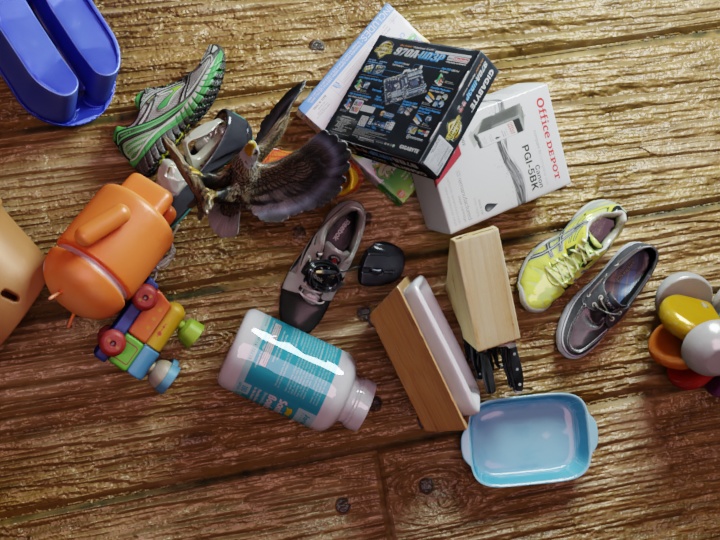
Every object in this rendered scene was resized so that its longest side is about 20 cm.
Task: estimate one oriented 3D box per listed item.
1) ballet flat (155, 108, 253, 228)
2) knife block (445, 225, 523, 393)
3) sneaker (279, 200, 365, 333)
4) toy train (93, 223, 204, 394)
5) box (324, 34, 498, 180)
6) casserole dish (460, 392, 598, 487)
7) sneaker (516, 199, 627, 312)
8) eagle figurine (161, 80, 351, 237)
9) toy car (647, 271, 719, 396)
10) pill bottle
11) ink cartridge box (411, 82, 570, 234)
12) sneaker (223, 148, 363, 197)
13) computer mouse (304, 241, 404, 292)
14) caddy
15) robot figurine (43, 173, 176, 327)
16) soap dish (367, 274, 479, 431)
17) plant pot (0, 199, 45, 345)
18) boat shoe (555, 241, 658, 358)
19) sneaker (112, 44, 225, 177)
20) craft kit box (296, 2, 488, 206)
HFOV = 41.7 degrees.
[{"bbox_3d":[-0.228,-0.139,1.262,0.073,0.073,0.200,43,80,-4],"label":"ballet flat"},{"bbox_3d":[0.173,0.065,1.260,0.063,0.201,0.177,-16,60,-8],"label":"knife block"},{"bbox_3d":[-0.052,-0.006,1.274,0.073,0.088,0.202,25,86,-7],"label":"sneaker"},{"bbox_3d":[-0.253,0.055,1.251,0.115,0.085,0.201,37,81,-16],"label":"toy train"},{"bbox_3d":[0.059,-0.213,1.208,0.046,0.199,0.160,35,82,-42],"label":"box"},{"bbox_3d":[0.233,0.235,1.323,0.196,0.039,0.123,-4,88,-7],"label":"casserole dish"},{"bbox_3d":[0.294,-0.025,1.325,0.075,0.076,0.201,41,84,-5],"label":"sneaker"},{"bbox_3d":[-0.126,-0.135,1.201,0.198,0.150,0.154,-25,107,-20],"label":"eagle figurine"},{"bbox_3d":[0.498,0.106,1.319,0.197,0.176,0.152,8,121,-7],"label":"toy car"},{"bbox_3d":[-0.081,0.140,1.249,0.198,0.111,0.112,25,84,-5],"label":"pill bottle"},{"bbox_3d":[0.171,-0.155,1.283,0.198,0.083,0.149,-23,105,-16],"label":"ink cartridge box"},{"bbox_3d":[-0.095,-0.132,1.270,0.196,0.077,0.074,-3,92,8],"label":"sneaker"},{"bbox_3d":[0.000,0.000,1.246,0.034,0.199,0.059,29,115,32],"label":"computer mouse"},{"bbox_3d":[-0.403,-0.288,1.234,0.141,0.105,0.202,-34,92,-32],"label":"caddy"},{"bbox_3d":[-0.312,-0.025,1.171,0.117,0.143,0.201,45,64,-26],"label":"robot figurine"},{"bbox_3d":[0.086,0.110,1.258,0.080,0.157,0.202,-26,91,9],"label":"soap dish"},{"bbox_3d":[-0.480,0.011,1.173,0.140,0.200,0.201,39,83,-20],"label":"plant pot"},{"bbox_3d":[0.353,0.041,1.334,0.070,0.066,0.200,44,83,-3],"label":"boat shoe"},{"bbox_3d":[-0.253,-0.227,1.261,0.085,0.078,0.201,40,84,-3],"label":"sneaker"},{"bbox_3d":[0.046,-0.230,1.319,0.197,0.049,0.201,41,83,-1],"label":"craft kit box"}]
